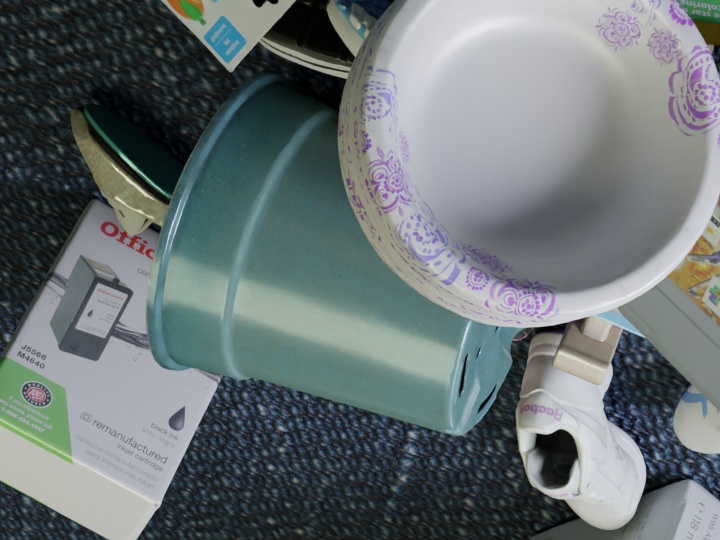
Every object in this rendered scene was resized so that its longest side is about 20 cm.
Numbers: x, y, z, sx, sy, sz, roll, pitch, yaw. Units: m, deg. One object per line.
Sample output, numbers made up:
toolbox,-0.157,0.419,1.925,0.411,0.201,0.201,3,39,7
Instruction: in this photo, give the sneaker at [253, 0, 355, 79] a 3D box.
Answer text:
sneaker,0.027,-0.110,1.598,0.200,0.076,0.116,14,143,13

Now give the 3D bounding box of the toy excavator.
toy excavator,0.169,-0.006,1.637,0.100,0.200,0.195,23,103,5

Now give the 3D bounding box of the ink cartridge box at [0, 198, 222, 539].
ink cartridge box,-0.177,0.070,1.873,0.145,0.200,0.084,28,145,-5

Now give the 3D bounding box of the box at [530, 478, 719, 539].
box,0.196,0.285,1.923,0.131,0.199,0.200,37,145,-19

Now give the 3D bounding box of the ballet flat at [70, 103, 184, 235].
ballet flat,-0.127,-0.035,1.804,0.200,0.067,0.062,36,110,-16

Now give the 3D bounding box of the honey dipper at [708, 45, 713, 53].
honey dipper,0.107,-0.155,1.527,0.200,0.038,0.038,24,147,10

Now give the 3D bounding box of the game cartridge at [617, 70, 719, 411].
game cartridge,0.220,-0.010,1.443,0.133,0.041,0.200,49,137,33

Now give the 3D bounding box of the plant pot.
plant pot,0.000,0.000,1.643,0.196,0.201,0.200,20,147,16

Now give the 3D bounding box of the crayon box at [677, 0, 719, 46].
crayon box,0.216,-0.189,1.380,0.199,0.058,0.173,12,146,21

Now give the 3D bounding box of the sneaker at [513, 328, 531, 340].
sneaker,0.036,0.028,1.798,0.200,0.079,0.095,-8,146,42

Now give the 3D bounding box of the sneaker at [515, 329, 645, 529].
sneaker,0.143,0.131,1.836,0.075,0.100,0.200,5,143,25

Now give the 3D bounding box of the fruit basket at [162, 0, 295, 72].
fruit basket,-0.114,-0.217,1.498,0.200,0.094,0.185,51,148,0

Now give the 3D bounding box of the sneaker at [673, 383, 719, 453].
sneaker,0.278,0.095,1.723,0.072,0.073,0.200,42,145,-26

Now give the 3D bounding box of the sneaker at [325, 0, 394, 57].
sneaker,0.053,-0.084,1.507,0.200,0.075,0.087,39,132,-2

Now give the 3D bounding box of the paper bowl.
paper bowl,0.087,-0.070,1.406,0.200,0.201,0.104,30,169,-7
